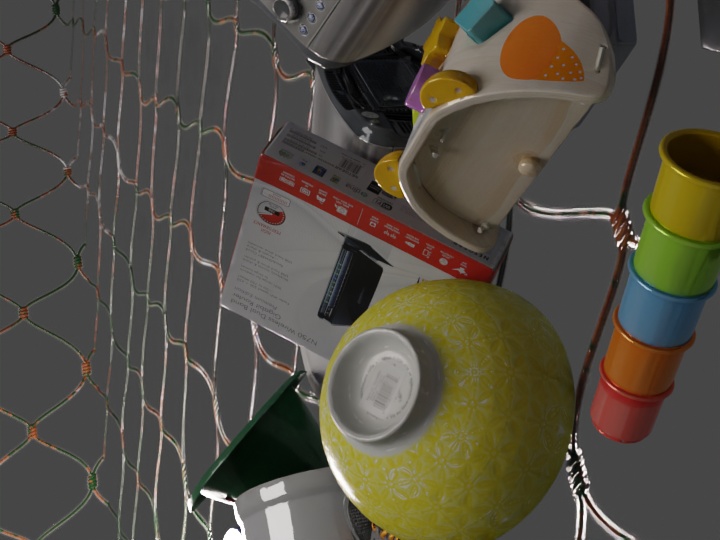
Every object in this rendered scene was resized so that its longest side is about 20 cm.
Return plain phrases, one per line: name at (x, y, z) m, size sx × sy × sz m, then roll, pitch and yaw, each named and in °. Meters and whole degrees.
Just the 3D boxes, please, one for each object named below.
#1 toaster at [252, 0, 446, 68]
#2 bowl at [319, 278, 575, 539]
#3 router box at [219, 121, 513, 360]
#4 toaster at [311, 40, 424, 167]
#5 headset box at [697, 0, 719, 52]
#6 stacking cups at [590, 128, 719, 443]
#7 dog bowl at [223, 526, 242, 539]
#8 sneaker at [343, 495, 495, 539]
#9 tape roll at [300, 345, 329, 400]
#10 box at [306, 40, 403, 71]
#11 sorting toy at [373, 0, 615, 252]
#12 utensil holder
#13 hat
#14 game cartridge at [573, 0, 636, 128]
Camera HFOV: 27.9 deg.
toaster at (0.020, -0.238, 1.009) m, size 0.114 × 0.200 × 0.129 m, roll 47°, pitch 137°, yaw 7°
bowl at (0.038, 0.091, 1.022) m, size 0.200 × 0.108 × 0.201 m, roll -13°, pitch 67°, yaw 34°
router box at (0.000, 0.000, 1.158) m, size 0.049 × 0.200 × 0.180 m, roll -58°, pitch -8°, yaw -44°
toaster at (0.018, -0.107, 1.218) m, size 0.200 × 0.113 × 0.130 m, roll -118°, pitch 31°, yaw -50°
headset box at (0.219, -0.173, 0.605) m, size 0.174 × 0.092 × 0.201 m, roll -142°, pitch 40°, yaw -66°
stacking cups at (0.181, 0.018, 0.844) m, size 0.061 × 0.060 × 0.201 m, roll -115°, pitch 26°, yaw -50°
dog bowl at (-0.101, 0.384, 1.625) m, size 0.200 × 0.079 × 0.201 m, roll 179°, pitch 90°, yaw -71°
sneaker at (0.053, 0.203, 1.096) m, size 0.200 × 0.078 × 0.077 m, roll 25°, pitch 159°, yaw 46°
tape roll at (0.000, 0.026, 1.337) m, size 0.202 × 0.071 × 0.203 m, roll 180°, pitch 90°, yaw -70°
box at (0.001, -0.266, 1.367) m, size 0.160 × 0.043 × 0.201 m, roll -122°, pitch 36°, yaw -57°
sorting toy at (0.087, -0.144, 0.978) m, size 0.200 × 0.106 × 0.181 m, roll 123°, pitch 161°, yaw -57°
utensil holder at (-0.010, 0.281, 1.229) m, size 0.170 × 0.169 × 0.201 m, roll 129°, pitch 134°, yaw -62°
hat at (-0.040, 0.208, 1.347) m, size 0.166 × 0.176 × 0.200 m, roll -51°, pitch -4°, yaw 12°
game cartridge at (0.133, -0.207, 1.000) m, size 0.133 × 0.041 × 0.201 m, roll 124°, pitch 141°, yaw -53°
